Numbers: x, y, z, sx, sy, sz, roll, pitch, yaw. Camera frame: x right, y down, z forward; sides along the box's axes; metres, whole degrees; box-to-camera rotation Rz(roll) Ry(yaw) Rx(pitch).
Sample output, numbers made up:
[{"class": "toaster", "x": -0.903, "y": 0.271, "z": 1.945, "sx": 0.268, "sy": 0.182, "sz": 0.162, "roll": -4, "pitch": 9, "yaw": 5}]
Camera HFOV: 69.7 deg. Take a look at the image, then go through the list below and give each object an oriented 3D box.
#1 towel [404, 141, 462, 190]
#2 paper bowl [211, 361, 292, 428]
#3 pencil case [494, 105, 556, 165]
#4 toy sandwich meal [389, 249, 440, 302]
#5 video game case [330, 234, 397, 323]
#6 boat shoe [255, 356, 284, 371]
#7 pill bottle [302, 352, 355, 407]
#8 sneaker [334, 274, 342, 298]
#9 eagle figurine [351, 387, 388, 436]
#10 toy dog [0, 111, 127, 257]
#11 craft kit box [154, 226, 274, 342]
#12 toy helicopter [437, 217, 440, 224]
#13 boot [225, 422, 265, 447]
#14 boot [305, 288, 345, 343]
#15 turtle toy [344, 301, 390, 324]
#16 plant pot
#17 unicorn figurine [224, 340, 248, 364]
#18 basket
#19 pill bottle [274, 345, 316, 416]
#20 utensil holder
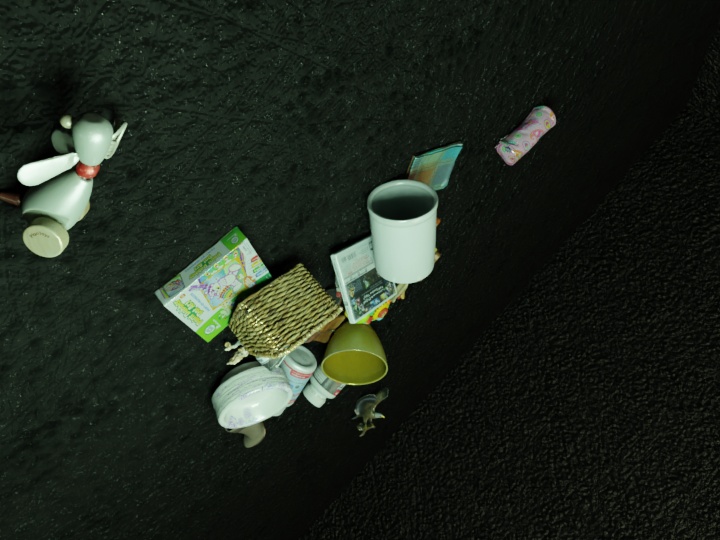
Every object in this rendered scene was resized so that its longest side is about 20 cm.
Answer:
[{"class": "towel", "x": 0.186, "y": -0.261, "z": 1.378, "sx": 0.199, "sy": 0.022, "sz": 0.148, "roll": -24, "pitch": 146, "yaw": -39}, {"class": "paper bowl", "x": -0.285, "y": 0.314, "z": 1.341, "sx": 0.199, "sy": 0.105, "sz": 0.202, "roll": -23, "pitch": 148, "yaw": -15}, {"class": "pencil case", "x": 0.505, "y": -0.416, "z": 1.584, "sx": 0.200, "sy": 0.087, "sz": 0.088, "roll": -43, "pitch": 154, "yaw": -7}, {"class": "toy sandwich meal", "x": 0.150, "y": 0.009, "z": 1.497, "sx": 0.206, "sy": 0.070, "sz": 0.205, "roll": -59, "pitch": -172, "yaw": 13}, {"class": "video game case", "x": 0.014, "y": 0.014, "z": 1.345, "sx": 0.199, "sy": 0.023, "sz": 0.184, "roll": -30, "pitch": 109, "yaw": -47}, {"class": "boat shoe", "x": -0.178, "y": 0.166, "z": 1.310, "sx": 0.068, "sy": 0.073, "sz": 0.200, "roll": 49, "pitch": 61, "yaw": -24}, {"class": "pill bottle", "x": -0.096, "y": 0.347, "z": 1.699, "sx": 0.200, "sy": 0.111, "sz": 0.111, "roll": -48, "pitch": 154, "yaw": 1}, {"class": "sneaker", "x": 0.000, "y": 0.000, "z": 1.391, "sx": 0.200, "sy": 0.077, "sz": 0.083, "roll": -39, "pitch": 124, "yaw": -51}, {"class": "eagle figurine", "x": 0.045, "y": 0.625, "z": 2.334, "sx": 0.152, "sy": 0.149, "sz": 0.203, "roll": -133, "pitch": -132, "yaw": -77}, {"class": "toy dog", "x": -0.378, "y": -0.118, "z": 0.633, "sx": 0.096, "sy": 0.132, "sz": 0.201, "roll": 26, "pitch": 104, "yaw": -23}, {"class": "craft kit box", "x": -0.283, "y": 0.034, "z": 1.050, "sx": 0.197, "sy": 0.049, "sz": 0.200, "roll": -39, "pitch": 153, "yaw": -10}, {"class": "toy helicopter", "x": 0.136, "y": -0.094, "z": 1.483, "sx": 0.132, "sy": 0.079, "sz": 0.200, "roll": -38, "pitch": 166, "yaw": -33}, {"class": "boot", "x": -0.344, "y": 0.466, "z": 1.551, "sx": 0.146, "sy": 0.070, "sz": 0.201, "roll": 11, "pitch": 118, "yaw": -53}, {"class": "boot", "x": -0.085, "y": 0.137, "z": 1.474, "sx": 0.189, "sy": 0.068, "sz": 0.200, "roll": -56, "pitch": 156, "yaw": 7}, {"class": "turtle toy", "x": 0.023, "y": 0.103, "z": 1.549, "sx": 0.199, "sy": 0.101, "sz": 0.147, "roll": -12, "pitch": 138, "yaw": -50}, {"class": "plant pot", "x": -0.017, "y": 0.237, "z": 1.574, "sx": 0.197, "sy": 0.143, "sz": 0.201, "roll": 1, "pitch": 138, "yaw": 1}, {"class": "unicorn figurine", "x": -0.242, "y": 0.138, "z": 1.241, "sx": 0.200, "sy": 0.074, "sz": 0.137, "roll": -40, "pitch": 167, "yaw": 18}, {"class": "basket", "x": -0.166, "y": 0.110, "z": 1.130, "sx": 0.200, "sy": 0.149, "sz": 0.143, "roll": -38, "pitch": 170, "yaw": -40}, {"class": "pill bottle", "x": -0.214, "y": 0.316, "z": 1.476, "sx": 0.108, "sy": 0.109, "sz": 0.201, "roll": -3, "pitch": 130, "yaw": -55}, {"class": "utensil holder", "x": 0.107, "y": -0.092, "z": 1.275, "sx": 0.169, "sy": 0.169, "sz": 0.201, "roll": -33, "pitch": 137, "yaw": -26}]
